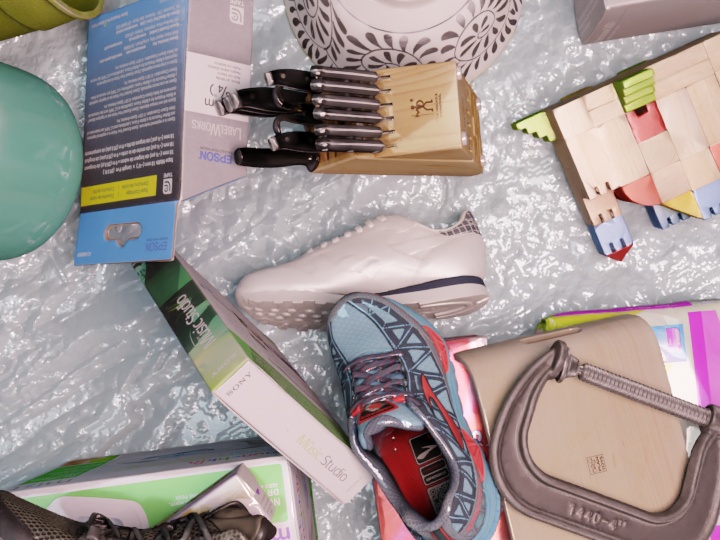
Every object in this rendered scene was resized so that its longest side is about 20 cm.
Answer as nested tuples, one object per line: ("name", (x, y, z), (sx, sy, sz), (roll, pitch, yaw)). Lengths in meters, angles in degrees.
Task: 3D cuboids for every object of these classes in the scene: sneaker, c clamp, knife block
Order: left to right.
("sneaker", (-0.126, 0.164, 0.667), (0.199, 0.076, 0.114), (33, 89, -3))
("knife block", (-0.004, -0.106, 0.851), (0.175, 0.200, 0.064), (-4, 87, 13))
("sneaker", (0.000, 0.000, 0.900), (0.200, 0.076, 0.081), (-4, 75, -4))
("sneaker", (0.029, 0.092, 0.762), (0.079, 0.096, 0.200), (-34, 65, 12))
("c clamp", (0.188, 0.108, 0.786), (0.200, 0.027, 0.171), (15, 81, -11))

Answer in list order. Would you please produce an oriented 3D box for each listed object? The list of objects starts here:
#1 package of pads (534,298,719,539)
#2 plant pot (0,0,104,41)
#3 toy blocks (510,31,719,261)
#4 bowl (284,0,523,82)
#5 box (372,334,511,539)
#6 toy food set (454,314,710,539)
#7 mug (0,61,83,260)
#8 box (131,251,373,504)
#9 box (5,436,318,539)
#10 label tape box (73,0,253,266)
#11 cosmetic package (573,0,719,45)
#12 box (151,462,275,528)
("package of pads", (0.214, 0.127, 0.881), (0.154, 0.068, 0.200), (-5, 86, 0))
("plant pot", (-0.331, -0.247, 0.868), (0.193, 0.200, 0.201), (-22, 86, 12))
("toy blocks", (0.239, -0.094, 0.892), (0.200, 0.100, 0.137), (-25, 98, 0))
("bowl", (0.036, -0.241, 0.896), (0.200, 0.094, 0.201), (0, 86, 0))
("box", (0.058, 0.153, 0.869), (0.102, 0.095, 0.200), (-7, 86, 2))
("toy food set", (0.156, 0.140, 0.814), (0.143, 0.060, 0.200), (-11, 80, -15))
("mug", (-0.297, -0.092, 0.877), (0.185, 0.114, 0.152), (40, 106, 31))
("box", (-0.080, 0.067, 0.804), (0.036, 0.200, 0.144), (-45, 125, -3))
("box", (-0.137, 0.185, 0.832), (0.200, 0.176, 0.097), (-7, 87, 2))
("label tape box", (-0.151, -0.102, 0.867), (0.063, 0.144, 0.200), (6, 85, -42))
("cosmetic package", (0.269, -0.241, 0.885), (0.200, 0.107, 0.090), (-12, 86, 2))
("box", (-0.145, 0.197, 0.723), (0.200, 0.041, 0.039), (-36, 90, 2))
